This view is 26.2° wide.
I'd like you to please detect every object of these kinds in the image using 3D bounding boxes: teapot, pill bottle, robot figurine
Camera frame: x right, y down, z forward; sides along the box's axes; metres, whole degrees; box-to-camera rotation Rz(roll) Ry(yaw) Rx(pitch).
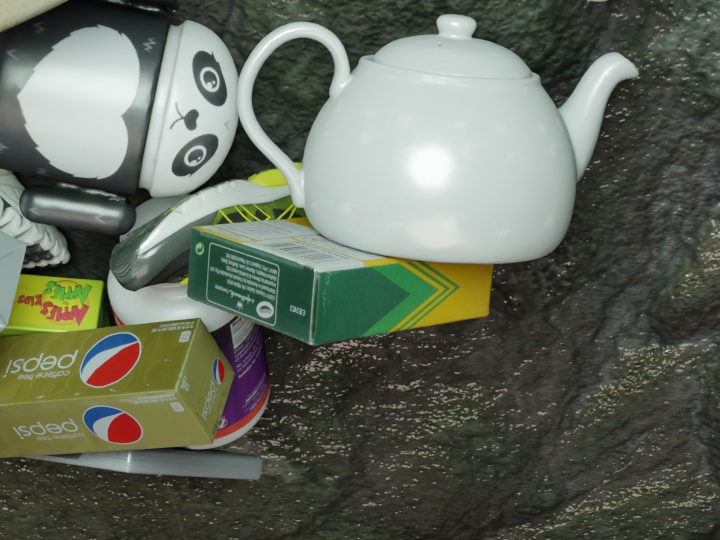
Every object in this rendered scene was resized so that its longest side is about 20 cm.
[{"bbox_3d":[0.050,-0.093,1.016,0.196,0.199,0.148,14,106,34],"label":"teapot"},{"bbox_3d":[-0.132,0.039,1.195,0.111,0.113,0.201,-1,138,4],"label":"pill bottle"},{"bbox_3d":[-0.178,-0.117,1.017,0.197,0.126,0.151,11,142,-8],"label":"robot figurine"}]

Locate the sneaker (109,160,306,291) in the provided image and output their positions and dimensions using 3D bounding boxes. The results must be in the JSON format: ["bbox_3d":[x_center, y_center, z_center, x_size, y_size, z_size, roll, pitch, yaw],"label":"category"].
[{"bbox_3d":[-0.086,-0.016,1.071,0.074,0.199,0.085,-26,91,43],"label":"sneaker"}]

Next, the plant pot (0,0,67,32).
[{"bbox_3d":[-0.196,-0.255,0.830,0.175,0.202,0.201,-9,138,-2],"label":"plant pot"}]

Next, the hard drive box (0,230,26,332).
[{"bbox_3d":[-0.351,0.026,1.079,0.155,0.077,0.200,28,134,-26],"label":"hard drive box"}]

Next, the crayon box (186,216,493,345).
[{"bbox_3d":[0.000,0.000,1.034,0.198,0.125,0.052,-8,108,-43],"label":"crayon box"}]

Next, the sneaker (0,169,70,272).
[{"bbox_3d":[-0.272,-0.056,1.134,0.074,0.082,0.200,-8,156,17],"label":"sneaker"}]

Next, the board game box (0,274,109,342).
[{"bbox_3d":[-0.252,0.070,1.250,0.100,0.048,0.201,5,152,-2],"label":"board game box"}]

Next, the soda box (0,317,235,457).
[{"bbox_3d":[-0.197,0.088,1.131,0.198,0.068,0.064,-7,136,24],"label":"soda box"}]

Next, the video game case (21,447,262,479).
[{"bbox_3d":[-0.206,0.150,1.280,0.180,0.022,0.199,4,173,27],"label":"video game case"}]
